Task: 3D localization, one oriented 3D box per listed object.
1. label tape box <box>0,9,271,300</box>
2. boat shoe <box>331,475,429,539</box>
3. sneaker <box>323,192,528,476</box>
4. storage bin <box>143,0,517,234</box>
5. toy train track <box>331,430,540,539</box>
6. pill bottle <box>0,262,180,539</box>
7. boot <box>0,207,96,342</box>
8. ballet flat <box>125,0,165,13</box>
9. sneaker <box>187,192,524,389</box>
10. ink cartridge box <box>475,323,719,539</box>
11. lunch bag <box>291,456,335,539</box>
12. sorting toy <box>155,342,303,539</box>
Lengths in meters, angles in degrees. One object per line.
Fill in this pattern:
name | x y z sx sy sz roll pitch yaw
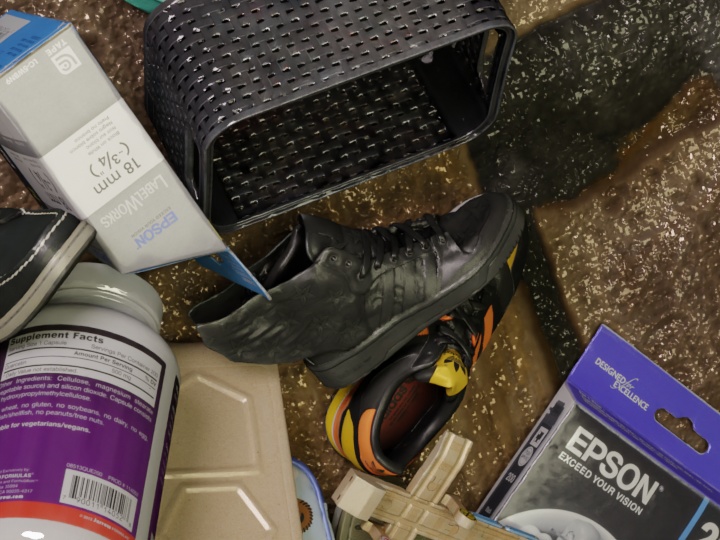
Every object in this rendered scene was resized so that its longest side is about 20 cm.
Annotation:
label tape box | -0.152 -0.052 1.334 0.063 0.144 0.200 -39 110 -11
boat shoe | 0.006 0.235 1.484 0.075 0.068 0.201 3 78 -25
sneaker | 0.057 0.046 1.456 0.070 0.090 0.200 33 89 -22
storage bin | -0.020 -0.118 1.359 0.199 0.135 0.094 -21 67 -14
toy train track | 0.069 0.171 1.447 0.200 0.033 0.115 24 105 -35
pill bottle | -0.164 0.099 1.296 0.112 0.112 0.200 24 51 -22
boot | -0.246 -0.032 1.283 0.154 0.203 0.074 45 63 -17
ballet flat | -0.133 -0.192 1.354 0.200 0.070 0.068 19 93 -22
sneaker | -0.001 -0.001 1.403 0.200 0.060 0.104 -40 120 3
ink cartridge box | 0.184 0.172 1.552 0.198 0.043 0.200 35 86 -21
lunch bag | -0.087 0.220 1.411 0.160 0.076 0.201 -6 74 -21
sorting toy | -0.131 0.131 1.375 0.184 0.037 0.201 -1 57 -17
